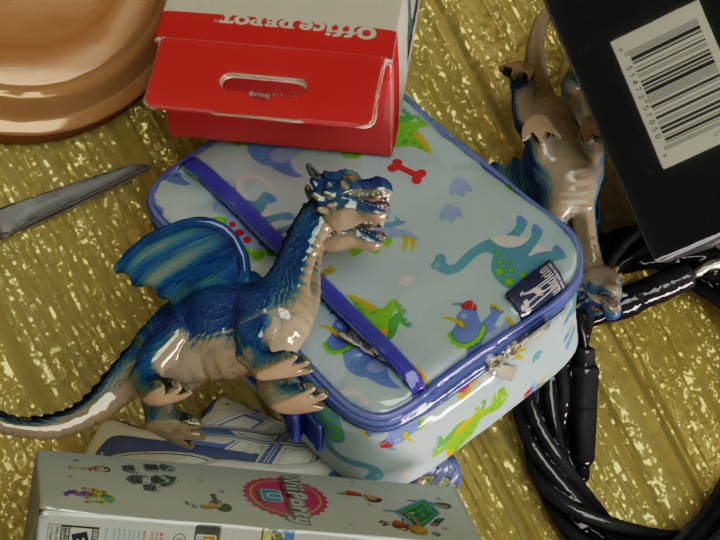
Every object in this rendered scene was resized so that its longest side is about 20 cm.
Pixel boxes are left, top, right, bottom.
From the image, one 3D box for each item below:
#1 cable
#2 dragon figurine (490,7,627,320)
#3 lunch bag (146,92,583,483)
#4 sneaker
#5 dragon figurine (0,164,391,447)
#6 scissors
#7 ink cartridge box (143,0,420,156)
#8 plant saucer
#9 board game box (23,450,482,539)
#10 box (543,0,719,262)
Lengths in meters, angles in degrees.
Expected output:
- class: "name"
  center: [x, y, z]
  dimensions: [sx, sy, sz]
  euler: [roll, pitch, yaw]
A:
- class: "cable"
  center: [0.161, 0.070, 1.118]
  dimensions: [0.162, 0.051, 0.201]
  euler: [33, 71, -9]
- class: "dragon figurine"
  center: [0.102, -0.058, 1.112]
  dimensions: [0.058, 0.100, 0.201]
  euler: [-3, 40, -7]
- class: "lunch bag"
  center: [0.000, 0.000, 1.021]
  dimensions: [0.160, 0.083, 0.200]
  euler: [-33, 59, -21]
- class: "sneaker"
  center: [-0.041, 0.095, 1.033]
  dimensions: [0.199, 0.076, 0.088]
  euler: [-2, 42, -35]
- class: "dragon figurine"
  center: [-0.073, 0.019, 0.933]
  dimensions: [0.198, 0.059, 0.100]
  euler: [-17, 57, 7]
- class: "scissors"
  center: [-0.196, -0.011, 1.039]
  dimensions: [0.198, 0.014, 0.074]
  euler: [-7, 79, -21]
- class: "ink cartridge box"
  center: [-0.032, -0.126, 1.029]
  dimensions: [0.115, 0.068, 0.201]
  euler: [6, 50, 7]
- class: "plant saucer"
  center: [-0.178, -0.166, 1.067]
  dimensions: [0.198, 0.032, 0.202]
  euler: [4, 78, -17]
- class: "board game box"
  center: [-0.057, 0.169, 0.942]
  dimensions: [0.198, 0.064, 0.149]
  euler: [7, 107, -13]
- class: "box"
  center: [0.196, -0.099, 1.080]
  dimensions: [0.106, 0.200, 0.150]
  euler: [-25, 86, 23]
